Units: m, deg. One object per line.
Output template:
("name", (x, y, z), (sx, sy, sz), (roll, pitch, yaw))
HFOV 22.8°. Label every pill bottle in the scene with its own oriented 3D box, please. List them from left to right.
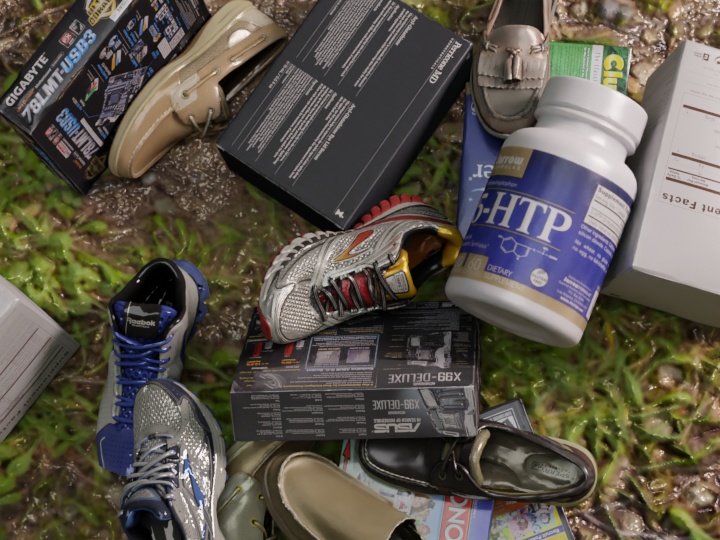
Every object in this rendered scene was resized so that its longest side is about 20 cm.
("pill bottle", (0.158, -0.050, 1.461), (0.119, 0.120, 0.201), (21, 81, 9))

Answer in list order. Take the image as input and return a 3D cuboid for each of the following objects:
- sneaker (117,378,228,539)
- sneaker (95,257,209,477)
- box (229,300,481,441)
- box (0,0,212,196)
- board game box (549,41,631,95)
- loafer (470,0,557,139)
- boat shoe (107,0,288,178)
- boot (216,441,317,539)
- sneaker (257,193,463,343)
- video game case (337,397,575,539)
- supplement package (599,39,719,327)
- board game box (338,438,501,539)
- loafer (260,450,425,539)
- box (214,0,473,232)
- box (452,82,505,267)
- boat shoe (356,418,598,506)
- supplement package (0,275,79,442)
("sneaker", (-0.153, 0.178, 1.425), (0.077, 0.085, 0.201), (-23, 69, 24))
("sneaker", (-0.188, 0.075, 1.519), (0.080, 0.115, 0.201), (10, 78, 8))
("box", (0.000, 0.081, 1.480), (0.199, 0.158, 0.050), (-2, 115, 5))
("box", (-0.214, -0.176, 1.536), (0.050, 0.200, 0.199), (37, 83, 12))
("board game box", (0.180, -0.103, 1.575), (0.104, 0.023, 0.201), (5, 78, 9))
("loafer", (0.134, -0.205, 1.547), (0.071, 0.063, 0.201), (5, 53, 9))
("boat shoe", (-0.145, -0.154, 1.591), (0.064, 0.071, 0.200), (37, 81, 13))
("boot", (-0.078, 0.228, 1.470), (0.200, 0.072, 0.155), (-47, 53, 0))
("sneaker", (0.000, 0.000, 1.480), (0.199, 0.078, 0.082), (-32, 35, -24))
("video game case", (0.075, 0.226, 1.507), (0.199, 0.026, 0.182), (-20, 76, -1))
("supplement package", (0.288, -0.069, 1.499), (0.119, 0.121, 0.201), (16, 79, -4))
("board game box", (0.040, 0.221, 1.483), (0.134, 0.029, 0.201), (8, 77, 7))
("loafer", (0.008, 0.211, 1.424), (0.200, 0.067, 0.076), (41, 51, 2))
("box", (-0.011, -0.143, 1.573), (0.141, 0.079, 0.200), (33, 81, 15))
("box", (0.144, -0.061, 1.543), (0.120, 0.032, 0.201), (3, 79, 6))
("boat shoe", (0.094, 0.149, 1.447), (0.199, 0.065, 0.074), (4, 79, 6))
("supplement package", (-0.335, 0.053, 1.493), (0.117, 0.200, 0.117), (38, 83, 12))
